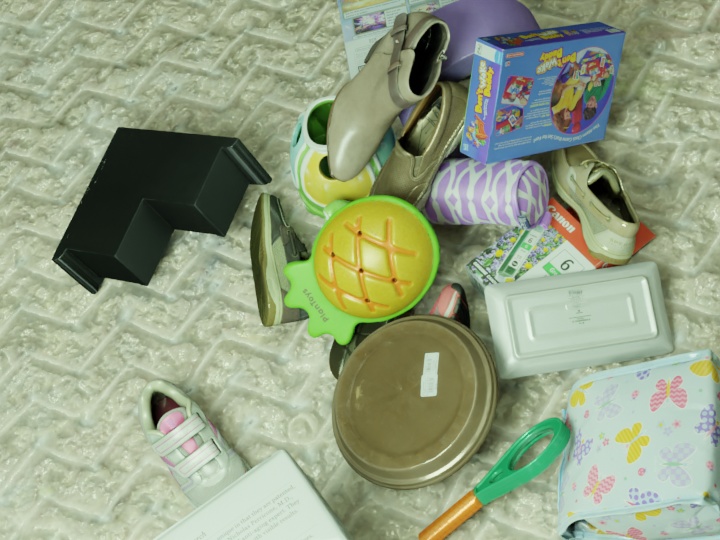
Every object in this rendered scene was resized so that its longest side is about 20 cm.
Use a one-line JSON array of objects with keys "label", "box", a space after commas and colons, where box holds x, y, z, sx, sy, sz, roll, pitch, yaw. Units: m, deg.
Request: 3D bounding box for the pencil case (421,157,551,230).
[{"label": "pencil case", "box": [0.128, -0.088, 1.553, 0.199, 0.086, 0.084, 7, 58, 39]}]

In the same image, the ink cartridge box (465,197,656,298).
[{"label": "ink cartridge box", "box": [0.233, -0.022, 1.541, 0.200, 0.050, 0.109, -38, 59, -7]}]

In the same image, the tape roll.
[{"label": "tape roll", "box": [0.135, -0.228, 1.596, 0.199, 0.200, 0.085, -22, 58, 2]}]

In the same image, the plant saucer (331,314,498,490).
[{"label": "plant saucer", "box": [0.053, 0.138, 1.443, 0.199, 0.029, 0.201, -12, 61, 23]}]

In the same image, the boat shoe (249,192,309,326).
[{"label": "boat shoe", "box": [-0.095, -0.012, 1.618, 0.066, 0.072, 0.201, 5, 45, -15]}]

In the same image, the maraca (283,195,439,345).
[{"label": "maraca", "box": [0.000, 0.000, 1.499, 0.200, 0.107, 0.137, -38, 88, 23]}]

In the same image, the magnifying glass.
[{"label": "magnifying glass", "box": [0.141, 0.228, 1.408, 0.200, 0.080, 0.022, -40, 101, 10]}]

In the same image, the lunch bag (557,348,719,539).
[{"label": "lunch bag", "box": [0.295, 0.189, 1.362, 0.200, 0.127, 0.170, -17, 52, 38]}]

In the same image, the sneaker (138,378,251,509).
[{"label": "sneaker", "box": [-0.197, 0.200, 1.508, 0.081, 0.088, 0.200, -42, 60, -10]}]

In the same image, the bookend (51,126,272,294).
[{"label": "bookend", "box": [-0.244, -0.066, 1.644, 0.199, 0.092, 0.199, 7, 64, 32]}]

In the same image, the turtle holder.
[{"label": "turtle holder", "box": [-0.030, -0.129, 1.623, 0.141, 0.132, 0.186, 18, 67, 22]}]

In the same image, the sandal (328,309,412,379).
[{"label": "sandal", "box": [0.031, 0.046, 1.560, 0.082, 0.055, 0.201, 20, 83, 30]}]

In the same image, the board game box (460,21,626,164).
[{"label": "board game box", "box": [0.209, -0.205, 1.519, 0.200, 0.135, 0.045, -14, 33, -37]}]

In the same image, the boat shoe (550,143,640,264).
[{"label": "boat shoe", "box": [0.274, -0.094, 1.529, 0.072, 0.065, 0.200, 4, 41, -16]}]

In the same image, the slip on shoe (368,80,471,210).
[{"label": "slip on shoe", "box": [0.059, -0.129, 1.520, 0.200, 0.061, 0.076, -52, 53, 17]}]

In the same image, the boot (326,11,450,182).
[{"label": "boot", "box": [0.032, -0.196, 1.488, 0.146, 0.070, 0.201, 8, 81, 65]}]

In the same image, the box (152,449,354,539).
[{"label": "box", "box": [-0.098, 0.317, 1.351, 0.200, 0.199, 0.131, -35, 58, -6]}]

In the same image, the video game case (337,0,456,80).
[{"label": "video game case", "box": [0.076, -0.324, 1.755, 0.199, 0.045, 0.182, -13, 60, 7]}]

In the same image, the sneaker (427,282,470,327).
[{"label": "sneaker", "box": [0.062, 0.097, 1.507, 0.087, 0.074, 0.201, 12, 65, 22]}]

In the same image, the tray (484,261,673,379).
[{"label": "tray", "box": [0.243, 0.053, 1.473, 0.199, 0.022, 0.108, -8, 78, -3]}]
